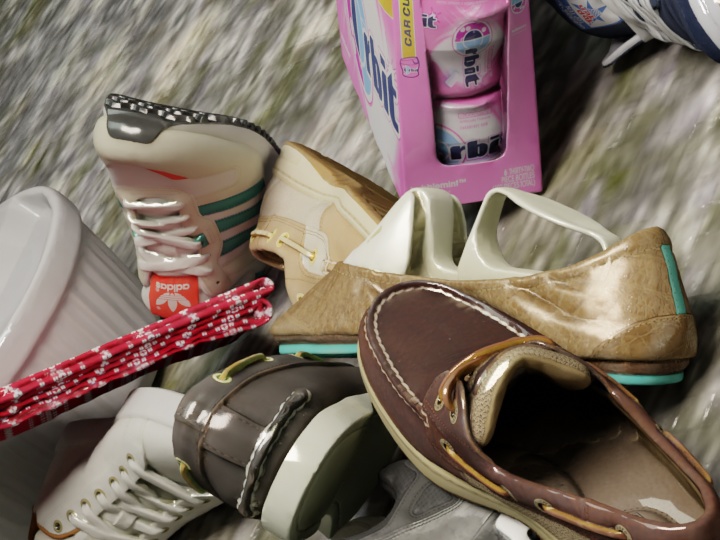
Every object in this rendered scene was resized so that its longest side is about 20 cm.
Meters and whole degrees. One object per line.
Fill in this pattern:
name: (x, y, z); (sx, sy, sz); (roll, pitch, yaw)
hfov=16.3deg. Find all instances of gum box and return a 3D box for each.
gum box: (0.032, -0.119, 1.169); (0.066, 0.114, 0.200); (-9, 28, -6)

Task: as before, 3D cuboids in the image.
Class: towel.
towel: (-0.138, 0.059, 1.184); (0.199, 0.023, 0.145); (-23, -3, -13)

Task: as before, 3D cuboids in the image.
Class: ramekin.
ramekin: (-0.190, 0.061, 1.346); (0.202, 0.094, 0.203); (-43, 23, 24)

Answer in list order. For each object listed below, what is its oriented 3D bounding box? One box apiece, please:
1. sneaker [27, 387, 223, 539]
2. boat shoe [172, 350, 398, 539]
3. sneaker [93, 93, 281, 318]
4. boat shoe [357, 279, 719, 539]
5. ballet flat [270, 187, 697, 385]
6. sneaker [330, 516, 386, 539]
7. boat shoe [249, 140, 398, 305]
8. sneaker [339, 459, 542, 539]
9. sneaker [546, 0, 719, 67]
sneaker: (-0.103, 0.110, 1.174); (0.200, 0.073, 0.085); (-26, 36, 64)
boat shoe: (-0.024, 0.064, 0.993); (0.072, 0.060, 0.201); (-63, -10, 1)
sneaker: (-0.081, -0.024, 1.220); (0.200, 0.070, 0.094); (33, -111, -75)
boat shoe: (0.062, 0.050, 0.873); (0.072, 0.072, 0.200); (-31, 44, -14)
ballet flat: (0.046, 0.003, 0.993); (0.199, 0.068, 0.073); (2, 93, 43)
sneaker: (-0.042, 0.175, 0.961); (0.075, 0.081, 0.201); (-6, 50, 60)
boat shoe: (0.000, 0.000, 1.145); (0.069, 0.073, 0.200); (-62, 23, 6)
sneaker: (-0.004, 0.151, 0.906); (0.090, 0.067, 0.200); (26, 72, 26)
sneaker: (0.126, -0.118, 1.068); (0.108, 0.070, 0.200); (-35, 22, 23)
